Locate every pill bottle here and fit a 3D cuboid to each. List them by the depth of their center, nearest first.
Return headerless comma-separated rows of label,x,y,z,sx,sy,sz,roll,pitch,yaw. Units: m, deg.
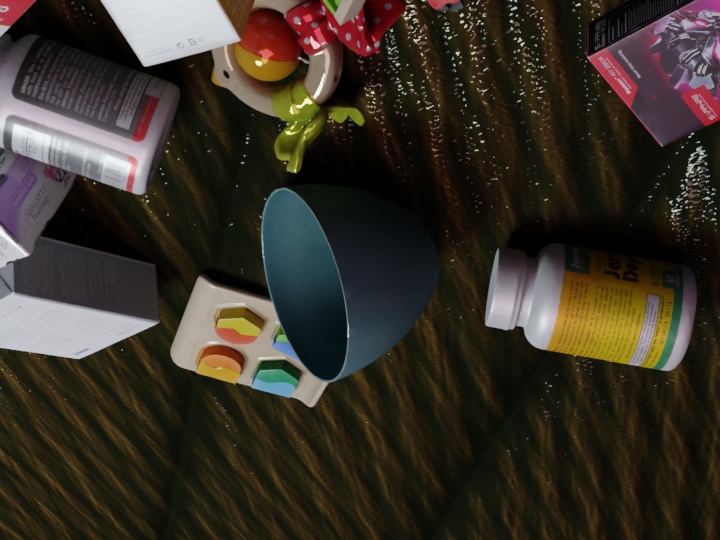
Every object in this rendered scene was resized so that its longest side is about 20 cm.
pill bottle,-0.284,-0.157,1.065,0.200,0.114,0.114,19,139,-8
pill bottle,0.234,0.033,1.155,0.200,0.113,0.113,10,140,3

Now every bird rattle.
bird rattle,-0.062,-0.193,0.986,0.163,0.113,0.200,24,138,11

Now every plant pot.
plant pot,0.000,0.000,1.140,0.135,0.200,0.200,-15,146,-24

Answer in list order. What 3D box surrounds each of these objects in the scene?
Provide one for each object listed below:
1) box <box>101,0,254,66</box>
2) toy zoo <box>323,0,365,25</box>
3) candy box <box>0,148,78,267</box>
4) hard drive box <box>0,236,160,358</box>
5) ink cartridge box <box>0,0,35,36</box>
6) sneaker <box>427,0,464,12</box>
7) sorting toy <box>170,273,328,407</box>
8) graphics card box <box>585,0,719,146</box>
box,-0.166,-0.285,0.881,0.097,0.125,0.200,-9,136,23
toy zoo,-0.055,-0.288,0.830,0.200,0.020,0.131,55,170,-1
candy box,-0.395,-0.065,1.153,0.200,0.168,0.072,-20,124,31
hard drive box,-0.356,0.033,1.268,0.156,0.077,0.200,-23,155,33
ink cartridge box,-0.373,-0.248,0.949,0.200,0.145,0.084,-29,162,38
sneaker,0.091,-0.288,0.853,0.098,0.071,0.200,30,137,-21
sorting toy,-0.126,0.096,1.374,0.200,0.037,0.185,20,139,-9
graphics card box,0.304,-0.194,0.925,0.200,0.051,0.125,-25,127,34
